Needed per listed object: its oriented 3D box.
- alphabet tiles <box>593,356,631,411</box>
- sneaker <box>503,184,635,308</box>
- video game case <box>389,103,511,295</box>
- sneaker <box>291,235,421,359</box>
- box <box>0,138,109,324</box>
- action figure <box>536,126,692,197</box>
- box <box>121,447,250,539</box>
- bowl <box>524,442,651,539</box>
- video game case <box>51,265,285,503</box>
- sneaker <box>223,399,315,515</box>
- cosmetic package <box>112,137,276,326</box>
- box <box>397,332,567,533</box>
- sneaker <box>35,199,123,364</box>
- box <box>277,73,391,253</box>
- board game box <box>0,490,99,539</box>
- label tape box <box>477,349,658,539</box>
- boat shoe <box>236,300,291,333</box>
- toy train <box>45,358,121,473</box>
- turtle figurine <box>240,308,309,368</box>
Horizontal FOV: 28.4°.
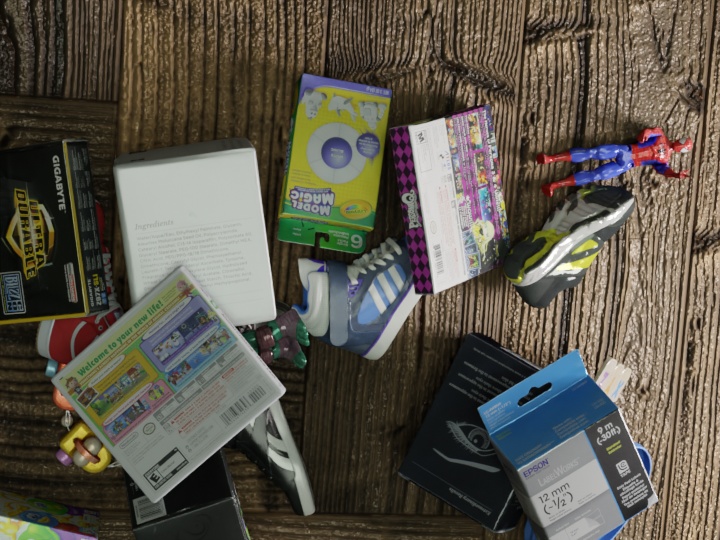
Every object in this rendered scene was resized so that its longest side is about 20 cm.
[{"bbox_3d":[0.278,0.202,1.772,0.015,0.200,0.197,31,92,26],"label":"alphabet tiles"},{"bbox_3d":[0.267,-0.031,1.795,0.199,0.074,0.085,-35,130,-10],"label":"sneaker"},{"bbox_3d":[0.112,-0.089,1.714,0.181,0.036,0.202,-22,105,-50],"label":"video game case"},{"bbox_3d":[0.000,0.000,1.741,0.146,0.081,0.201,27,99,-16],"label":"sneaker"},{"bbox_3d":[-0.378,-0.043,1.643,0.158,0.049,0.202,-5,93,29],"label":"box"},{"bbox_3d":[0.330,-0.137,1.770,0.198,0.099,0.066,-14,100,-9],"label":"action figure"},{"bbox_3d":[-0.197,0.315,1.691,0.123,0.149,0.201,-17,124,-6],"label":"box"},{"bbox_3d":[0.285,0.294,1.793,0.200,0.039,0.202,-28,139,-28],"label":"bowl"},{"bbox_3d":[-0.214,0.127,1.580,0.200,0.022,0.182,-40,91,9],"label":"video game case"},{"bbox_3d":[-0.136,0.222,1.762,0.111,0.073,0.202,-20,92,-2],"label":"sneaker"},{"bbox_3d":[-0.194,-0.042,1.662,0.163,0.165,0.202,-8,100,-7],"label":"cosmetic package"},{"bbox_3d":[0.162,0.200,1.755,0.147,0.104,0.201,30,94,22],"label":"box"},{"bbox_3d":[-0.309,0.023,1.680,0.112,0.071,0.202,19,102,21],"label":"sneaker"},{"bbox_3d":[-0.033,-0.127,1.713,0.116,0.048,0.202,8,84,-10],"label":"box"},{"bbox_3d":[-0.424,0.331,1.709,0.198,0.105,0.104,15,95,-12],"label":"board game box"},{"bbox_3d":[0.242,0.216,1.653,0.142,0.066,0.201,-29,110,-9],"label":"label tape box"},{"bbox_3d":[-0.176,0.083,1.738,0.198,0.057,0.068,-12,100,-7],"label":"boat shoe"},{"bbox_3d":[-0.298,0.182,1.733,0.198,0.056,0.152,18,95,-11],"label":"toy train"},{"bbox_3d":[-0.161,0.112,1.662,0.198,0.150,0.102,-21,83,-16],"label":"turtle figurine"}]
